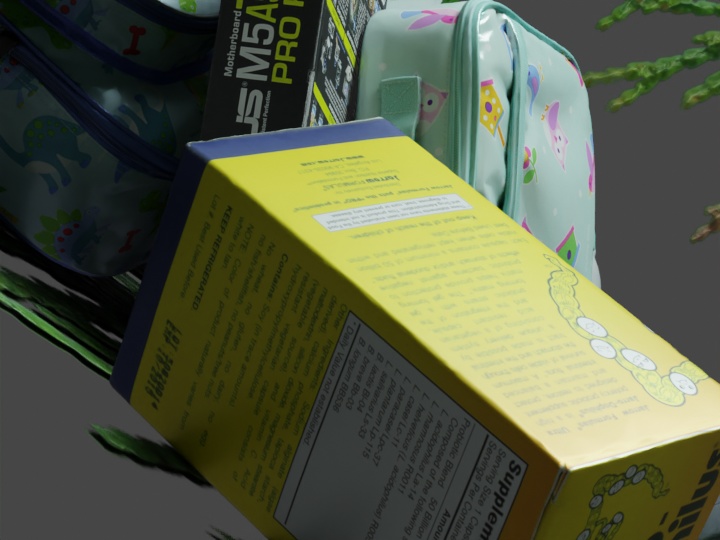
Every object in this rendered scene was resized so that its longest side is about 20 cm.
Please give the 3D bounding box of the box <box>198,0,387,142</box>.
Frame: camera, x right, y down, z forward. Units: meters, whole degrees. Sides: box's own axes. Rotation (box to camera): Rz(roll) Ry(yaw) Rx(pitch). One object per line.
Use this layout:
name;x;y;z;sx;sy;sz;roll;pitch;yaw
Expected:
box;-0.027;-0.083;1.058;0.044;0.161;0.200;8;-8;7

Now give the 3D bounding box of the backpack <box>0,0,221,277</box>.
backpack;-0.134;-0.107;1.108;0.200;0.147;0.183;47;24;1

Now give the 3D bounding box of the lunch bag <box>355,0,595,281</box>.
lunch bag;0.051;-0.015;1.104;0.077;0.201;0.160;-3;-13;23

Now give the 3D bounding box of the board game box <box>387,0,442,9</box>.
board game box;-0.072;-0.135;1.310;0.199;0.105;0.103;1;-33;48

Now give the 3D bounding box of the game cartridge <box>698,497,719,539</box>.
game cartridge;0.196;0.128;1.323;0.133;0.199;0.041;14;53;-79

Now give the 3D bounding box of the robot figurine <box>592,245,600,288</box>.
robot figurine;0.052;-0.002;1.344;0.169;0.113;0.200;-24;47;-37

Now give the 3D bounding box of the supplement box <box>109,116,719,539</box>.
supplement box;0.021;0.046;0.868;0.109;0.109;0.200;-10;41;-45
